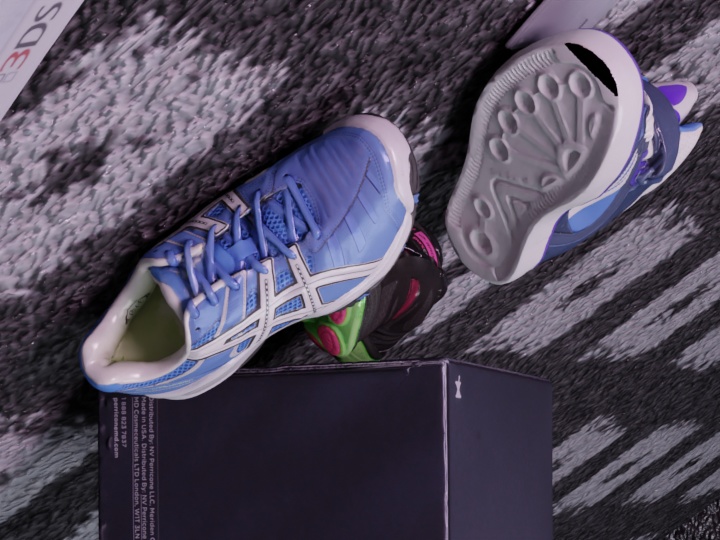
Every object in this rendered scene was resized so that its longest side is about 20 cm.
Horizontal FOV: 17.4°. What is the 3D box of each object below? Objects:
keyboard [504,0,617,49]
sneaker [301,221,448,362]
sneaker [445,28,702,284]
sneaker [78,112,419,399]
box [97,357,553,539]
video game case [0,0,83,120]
[{"bbox_3d":[0.141,-0.170,1.108,0.056,0.011,0.200,-9,151,-44],"label":"keyboard"},{"bbox_3d":[0.000,0.000,1.231,0.084,0.077,0.200,-40,173,0],"label":"sneaker"},{"bbox_3d":[0.128,-0.084,1.218,0.146,0.081,0.200,-35,165,-31],"label":"sneaker"},{"bbox_3d":[-0.052,0.001,1.108,0.200,0.076,0.077,-42,166,24],"label":"sneaker"},{"bbox_3d":[-0.013,0.115,1.279,0.197,0.124,0.200,-4,173,20],"label":"box"},{"bbox_3d":[-0.187,-0.059,0.780,0.199,0.022,0.182,-16,156,-46],"label":"video game case"}]
